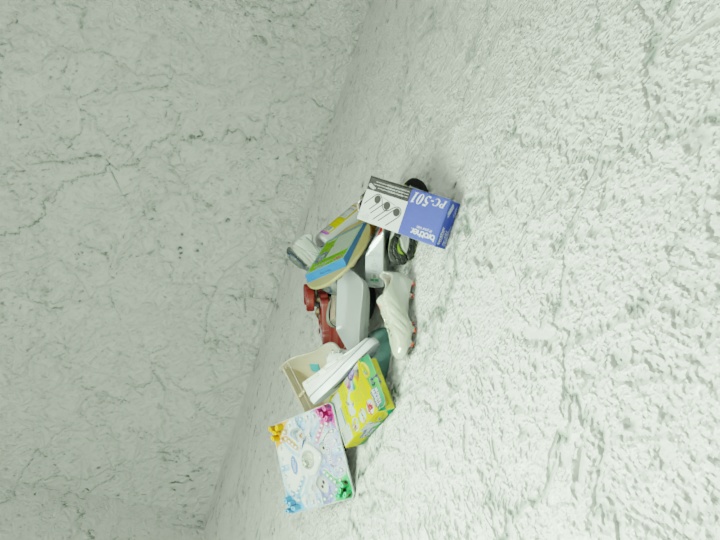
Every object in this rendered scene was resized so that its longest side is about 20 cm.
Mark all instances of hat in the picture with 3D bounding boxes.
[{"bbox_3d":[-0.081,0.429,1.285,0.199,0.081,0.203,-6,80,39],"label":"hat"}]

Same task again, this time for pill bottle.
[{"bbox_3d":[-0.017,-0.109,1.488,0.200,0.104,0.104,-41,5,-19],"label":"pill bottle"}]

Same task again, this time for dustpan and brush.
[{"bbox_3d":[0.000,0.000,1.395,0.140,0.057,0.202,42,-136,-76],"label":"dustpan and brush"}]

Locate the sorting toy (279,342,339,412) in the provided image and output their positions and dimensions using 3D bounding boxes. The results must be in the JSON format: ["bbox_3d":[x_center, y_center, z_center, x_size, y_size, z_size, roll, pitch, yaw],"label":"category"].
[{"bbox_3d":[-0.090,0.282,1.455,0.180,0.106,0.201,-47,62,31],"label":"sorting toy"}]

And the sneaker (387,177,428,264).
[{"bbox_3d":[0.097,-0.111,1.276,0.081,0.073,0.202,177,111,-78],"label":"sneaker"}]

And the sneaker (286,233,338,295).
[{"bbox_3d":[-0.091,-0.011,1.416,0.087,0.200,0.074,-53,24,-22],"label":"sneaker"}]

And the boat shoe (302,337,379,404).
[{"bbox_3d":[-0.047,0.201,1.206,0.200,0.065,0.074,-43,-20,8],"label":"boat shoe"}]

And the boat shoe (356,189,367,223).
[{"bbox_3d":[0.016,-0.150,1.299,0.200,0.057,0.067,-52,-21,-74],"label":"boat shoe"}]

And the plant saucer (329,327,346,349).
[{"bbox_3d":[-0.035,0.152,1.536,0.200,0.036,0.201,-91,23,-50],"label":"plant saucer"}]

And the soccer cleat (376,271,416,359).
[{"bbox_3d":[0.067,0.088,1.144,0.069,0.077,0.201,123,158,-47],"label":"soccer cleat"}]

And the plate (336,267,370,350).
[{"bbox_3d":[-0.017,0.086,1.304,0.200,0.032,0.201,-133,43,-65],"label":"plate"}]

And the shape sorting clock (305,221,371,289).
[{"bbox_3d":[-0.049,-0.035,1.297,0.199,0.039,0.200,-36,22,17],"label":"shape sorting clock"}]

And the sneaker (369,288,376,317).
[{"bbox_3d":[0.009,0.057,1.462,0.082,0.069,0.201,77,-169,-55],"label":"sneaker"}]

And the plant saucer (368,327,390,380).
[{"bbox_3d":[0.013,0.223,1.281,0.200,0.036,0.202,-163,90,-76],"label":"plant saucer"}]

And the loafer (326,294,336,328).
[{"bbox_3d":[-0.045,0.052,1.502,0.063,0.071,0.202,-16,63,53],"label":"loafer"}]

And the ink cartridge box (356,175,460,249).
[{"bbox_3d":[0.092,-0.118,1.123,0.199,0.044,0.095,23,97,35],"label":"ink cartridge box"}]

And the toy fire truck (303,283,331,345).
[{"bbox_3d":[-0.117,0.131,1.752,0.200,0.111,0.170,-136,45,-76],"label":"toy fire truck"}]

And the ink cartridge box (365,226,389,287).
[{"bbox_3d":[0.041,-0.084,1.296,0.161,0.050,0.202,-68,-23,-67],"label":"ink cartridge box"}]

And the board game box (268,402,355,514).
[{"bbox_3d":[-0.115,0.417,1.245,0.199,0.026,0.202,-29,67,33],"label":"board game box"}]

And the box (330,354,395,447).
[{"bbox_3d":[0.005,0.268,1.166,0.201,0.048,0.118,-60,42,45],"label":"box"}]
